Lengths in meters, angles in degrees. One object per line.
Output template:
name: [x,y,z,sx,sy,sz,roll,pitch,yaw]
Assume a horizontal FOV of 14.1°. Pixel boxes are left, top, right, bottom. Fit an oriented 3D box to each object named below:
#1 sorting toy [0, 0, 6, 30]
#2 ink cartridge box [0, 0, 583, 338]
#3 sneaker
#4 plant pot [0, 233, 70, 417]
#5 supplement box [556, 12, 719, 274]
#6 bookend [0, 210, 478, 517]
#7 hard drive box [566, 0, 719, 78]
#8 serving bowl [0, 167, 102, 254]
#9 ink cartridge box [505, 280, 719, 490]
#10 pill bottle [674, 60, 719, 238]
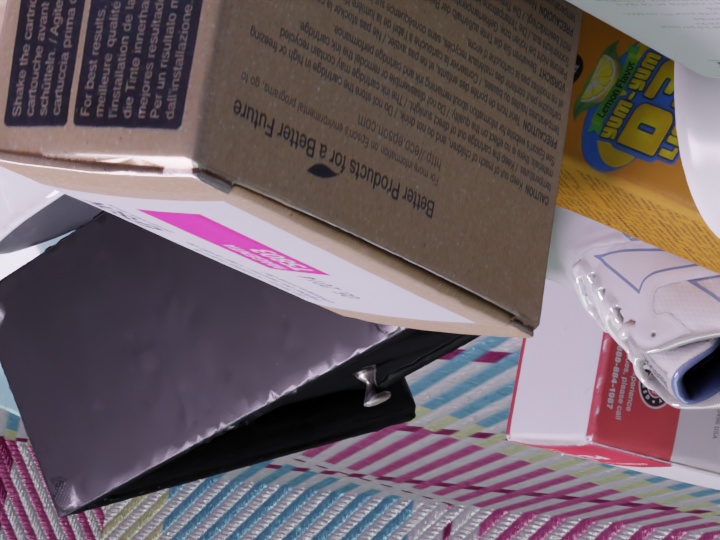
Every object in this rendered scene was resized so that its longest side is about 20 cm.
sorting toy: [-0.146,-0.122,0.933,0.200,0.037,0.185,-3,165,-34]
ink cartridge box: [-0.010,-0.083,0.815,0.075,0.165,0.200,5,169,29]
sneaker: [0.120,0.004,1.114,0.200,0.087,0.075,16,150,45]
plant pot: [-0.133,-0.006,1.315,0.200,0.134,0.200,28,-174,-3]
supplement box: [0.135,-0.037,1.051,0.200,0.067,0.069,24,169,43]
bookend: [0.000,0.000,1.085,0.199,0.092,0.200,-30,168,40]
hard drive box: [0.113,-0.112,0.773,0.156,0.077,0.200,4,169,37]
serving bowl: [-0.057,-0.079,1.026,0.200,0.066,0.200,-27,179,0]
ink cartridge box: [0.183,0.031,1.371,0.200,0.147,0.083,15,171,-26]
pill bottle: [0.208,-0.056,0.898,0.200,0.115,0.114,4,170,31]
